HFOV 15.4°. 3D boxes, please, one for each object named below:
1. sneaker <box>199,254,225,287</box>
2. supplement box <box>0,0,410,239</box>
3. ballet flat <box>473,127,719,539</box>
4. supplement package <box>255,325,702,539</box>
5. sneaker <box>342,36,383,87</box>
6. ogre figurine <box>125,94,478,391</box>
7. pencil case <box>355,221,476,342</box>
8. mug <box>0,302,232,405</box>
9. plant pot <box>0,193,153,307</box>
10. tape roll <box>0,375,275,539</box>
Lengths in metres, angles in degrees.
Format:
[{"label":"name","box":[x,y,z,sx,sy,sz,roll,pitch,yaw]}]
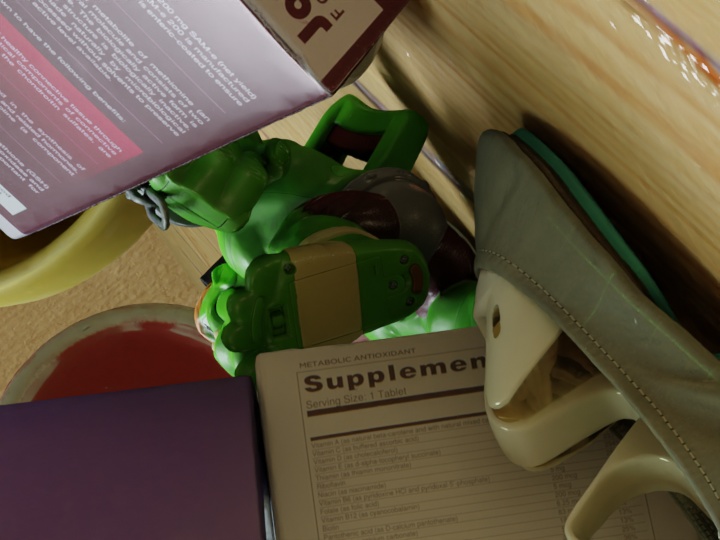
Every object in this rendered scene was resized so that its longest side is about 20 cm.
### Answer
[{"label":"sneaker","box":[0.001,0.066,1.163,0.200,0.112,0.073,54,176,-14]},{"label":"supplement box","box":[-0.072,-0.079,0.662,0.109,0.061,0.200,46,155,-15]},{"label":"ballet flat","box":[0.065,0.035,0.646,0.200,0.064,0.067,49,173,42]},{"label":"supplement package","box":[0.040,0.124,0.700,0.110,0.113,0.200,84,178,-54]},{"label":"sneaker","box":[-0.057,-0.126,0.715,0.200,0.075,0.087,49,165,-28]},{"label":"ogre figurine","box":[0.000,0.000,0.827,0.199,0.098,0.120,11,-164,-28]},{"label":"pencil case","box":[0.021,0.044,1.012,0.200,0.083,0.091,64,-174,-67]},{"label":"mug","box":[-0.074,0.097,1.014,0.178,0.133,0.200,43,167,31]},{"label":"plant pot","box":[-0.151,-0.083,1.169,0.201,0.201,0.189,52,-169,9]},{"label":"tape roll","box":[-0.058,0.132,0.722,0.200,0.085,0.201,174,90,-88]}]
